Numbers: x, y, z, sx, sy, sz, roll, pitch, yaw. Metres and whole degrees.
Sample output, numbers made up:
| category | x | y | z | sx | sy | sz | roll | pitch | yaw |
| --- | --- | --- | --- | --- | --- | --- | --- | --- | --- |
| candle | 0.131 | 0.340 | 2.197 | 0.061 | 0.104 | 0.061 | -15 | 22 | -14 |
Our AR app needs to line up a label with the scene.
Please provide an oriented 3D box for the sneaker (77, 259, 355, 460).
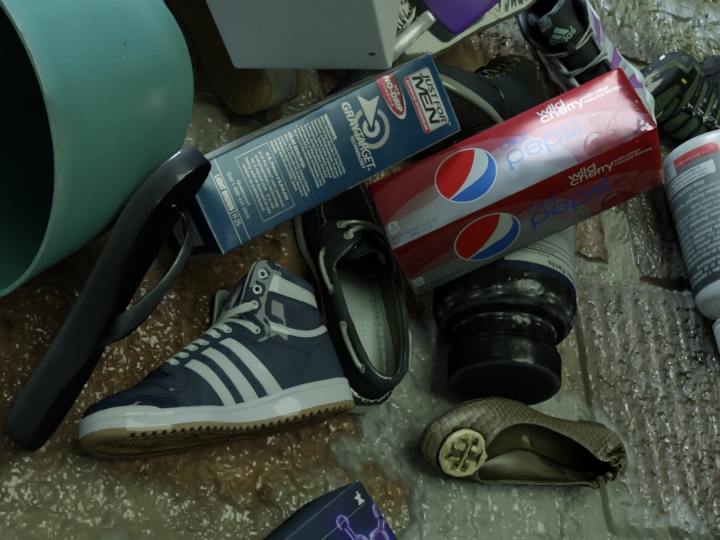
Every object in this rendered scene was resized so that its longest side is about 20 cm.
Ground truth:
| category | x | y | z | sx | sy | sz | roll | pitch | yaw |
| --- | --- | --- | --- | --- | --- | --- | --- | --- | --- |
| sneaker | -0.098 | 0.055 | 0.729 | 0.198 | 0.070 | 0.110 | -3 | 72 | -41 |

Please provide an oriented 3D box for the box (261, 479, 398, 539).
| category | x | y | z | sx | sy | sz | roll | pitch | yaw |
| --- | --- | --- | --- | --- | --- | --- | --- | --- | --- |
| box | -0.045 | 0.242 | 0.671 | 0.199 | 0.079 | 0.142 | -33 | 86 | -41 |

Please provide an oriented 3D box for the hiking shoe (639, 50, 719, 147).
| category | x | y | z | sx | sy | sz | roll | pitch | yaw |
| --- | --- | --- | --- | --- | --- | --- | --- | --- | --- |
| hiking shoe | 0.331 | -0.160 | 1.133 | 0.198 | 0.076 | 0.102 | -13 | 72 | -39 |

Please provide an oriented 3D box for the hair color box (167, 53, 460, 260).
| category | x | y | z | sx | sy | sz | roll | pitch | yaw |
| --- | --- | --- | --- | --- | --- | --- | --- | --- | --- |
| hair color box | -0.039 | -0.077 | 0.778 | 0.199 | 0.100 | 0.061 | -30 | 102 | -24 |

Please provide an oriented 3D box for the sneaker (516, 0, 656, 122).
| category | x | y | z | sx | sy | sz | roll | pitch | yaw |
| --- | --- | --- | --- | --- | --- | --- | --- | --- | --- |
| sneaker | 0.191 | -0.197 | 1.022 | 0.201 | 0.077 | 0.140 | 58 | 18 | 14 |

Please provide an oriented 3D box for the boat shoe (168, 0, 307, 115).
| category | x | y | z | sx | sy | sz | roll | pitch | yaw |
| --- | --- | --- | --- | --- | --- | --- | --- | --- | --- |
| boat shoe | -0.100 | -0.214 | 0.866 | 0.069 | 0.073 | 0.202 | -16 | 82 | -47 |

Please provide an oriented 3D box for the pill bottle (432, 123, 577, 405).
| category | x | y | z | sx | sy | sz | roll | pitch | yaw |
| --- | --- | --- | --- | --- | --- | --- | --- | --- | --- |
| pill bottle | 0.111 | -0.003 | 0.878 | 0.111 | 0.112 | 0.202 | 20 | 58 | -26 |

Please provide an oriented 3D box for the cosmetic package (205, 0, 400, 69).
| category | x | y | z | sx | sy | sz | roll | pitch | yaw |
| --- | --- | --- | --- | --- | --- | --- | --- | --- | --- |
| cosmetic package | -0.038 | -0.275 | 0.747 | 0.121 | 0.200 | 0.202 | 4 | 61 | 14 |

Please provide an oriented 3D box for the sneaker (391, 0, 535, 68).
| category | x | y | z | sx | sy | sz | roll | pitch | yaw |
| --- | --- | --- | --- | --- | --- | --- | --- | --- | --- |
| sneaker | 0.051 | -0.212 | 0.966 | 0.198 | 0.106 | 0.076 | -19 | 95 | -11 |

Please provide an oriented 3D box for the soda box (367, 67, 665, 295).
| category | x | y | z | sx | sy | sz | roll | pitch | yaw |
| --- | --- | --- | --- | --- | --- | --- | --- | --- | --- |
| soda box | 0.110 | -0.061 | 0.801 | 0.070 | 0.198 | 0.064 | 58 | 9 | -53 |

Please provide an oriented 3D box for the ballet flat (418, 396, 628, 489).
| category | x | y | z | sx | sy | sz | roll | pitch | yaw |
| --- | --- | --- | --- | --- | --- | --- | --- | --- | --- |
| ballet flat | 0.130 | 0.138 | 0.849 | 0.198 | 0.068 | 0.046 | 13 | 25 | -35 |

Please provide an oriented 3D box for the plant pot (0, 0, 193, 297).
| category | x | y | z | sx | sy | sz | roll | pitch | yaw |
| --- | --- | --- | --- | --- | --- | --- | --- | --- | --- |
| plant pot | -0.195 | -0.103 | 0.666 | 0.202 | 0.200 | 0.161 | 56 | 36 | 2 |

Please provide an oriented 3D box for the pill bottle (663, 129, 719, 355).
| category | x | y | z | sx | sy | sz | roll | pitch | yaw |
| --- | --- | --- | --- | --- | --- | --- | --- | --- | --- |
| pill bottle | 0.359 | -0.022 | 1.060 | 0.113 | 0.114 | 0.203 | 5 | 65 | -33 |

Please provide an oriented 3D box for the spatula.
| category | x | y | z | sx | sy | sz | roll | pitch | yaw |
| --- | --- | --- | --- | --- | --- | --- | --- | --- | --- |
| spatula | 0.030 | -0.178 | 0.890 | 0.200 | 0.021 | 0.057 | -42 | 97 | -1 |

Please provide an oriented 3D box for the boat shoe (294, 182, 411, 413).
| category | x | y | z | sx | sy | sz | roll | pitch | yaw |
| --- | --- | --- | --- | --- | --- | --- | --- | --- | --- |
| boat shoe | 0.000 | 0.000 | 0.830 | 0.075 | 0.060 | 0.202 | 0 | 66 | -30 |

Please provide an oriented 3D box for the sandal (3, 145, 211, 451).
| category | x | y | z | sx | sy | sz | roll | pitch | yaw |
| --- | --- | --- | --- | --- | --- | --- | --- | --- | --- |
| sandal | -0.138 | 0.020 | 0.667 | 0.043 | 0.076 | 0.202 | 31 | 94 | 2 |

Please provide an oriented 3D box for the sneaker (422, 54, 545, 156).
| category | x | y | z | sx | sy | sz | roll | pitch | yaw |
| --- | --- | --- | --- | --- | --- | --- | --- | --- | --- |
| sneaker | 0.095 | -0.147 | 0.950 | 0.199 | 0.074 | 0.108 | 26 | 53 | -48 |
